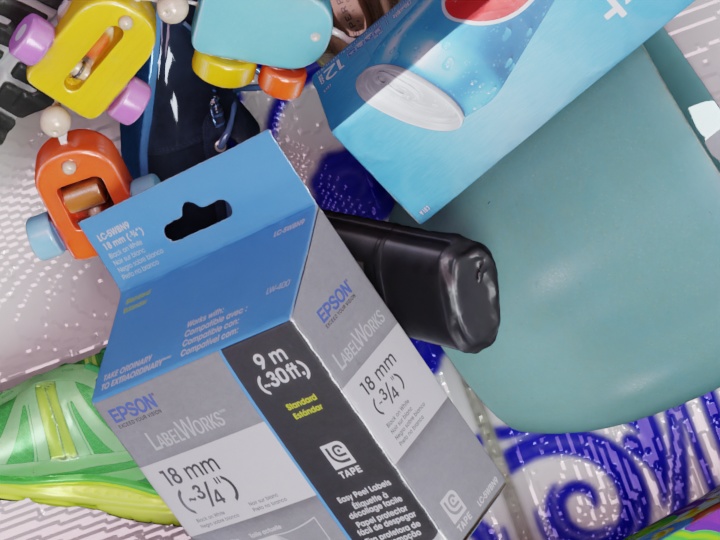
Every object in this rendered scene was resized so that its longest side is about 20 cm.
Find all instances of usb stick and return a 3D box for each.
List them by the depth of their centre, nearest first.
[{"bbox_3d":[0.000,0.000,1.279,0.033,0.200,0.056,-21,108,-29],"label":"usb stick"}]

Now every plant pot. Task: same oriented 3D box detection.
[{"bbox_3d":[0.112,-0.014,1.313,0.161,0.201,0.201,-33,87,13],"label":"plant pot"}]

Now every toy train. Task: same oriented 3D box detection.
[{"bbox_3d":[-0.084,-0.086,1.291,0.200,0.056,0.150,-22,125,12],"label":"toy train"}]

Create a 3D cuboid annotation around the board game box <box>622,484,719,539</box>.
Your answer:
[{"bbox_3d":[0.133,0.191,1.323,0.200,0.103,0.105,-27,87,-13],"label":"board game box"}]

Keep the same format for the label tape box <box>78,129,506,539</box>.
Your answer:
[{"bbox_3d":[-0.047,0.053,1.253,0.144,0.063,0.200,-23,107,42],"label":"label tape box"}]

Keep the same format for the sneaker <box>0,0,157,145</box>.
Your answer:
[{"bbox_3d":[-0.179,-0.120,1.344,0.200,0.090,0.078,-34,131,26],"label":"sneaker"}]

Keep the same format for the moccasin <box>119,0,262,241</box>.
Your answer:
[{"bbox_3d":[-0.084,-0.070,1.372,0.068,0.080,0.201,-4,111,-15],"label":"moccasin"}]

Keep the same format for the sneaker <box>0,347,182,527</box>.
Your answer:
[{"bbox_3d":[-0.151,0.078,1.370,0.199,0.074,0.084,9,90,-8],"label":"sneaker"}]

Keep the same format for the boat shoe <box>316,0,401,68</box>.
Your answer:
[{"bbox_3d":[-0.036,-0.186,1.315,0.071,0.065,0.200,-33,87,-1],"label":"boat shoe"}]

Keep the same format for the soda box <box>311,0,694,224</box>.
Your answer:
[{"bbox_3d":[0.076,-0.116,1.221,0.200,0.064,0.068,-40,118,11],"label":"soda box"}]
